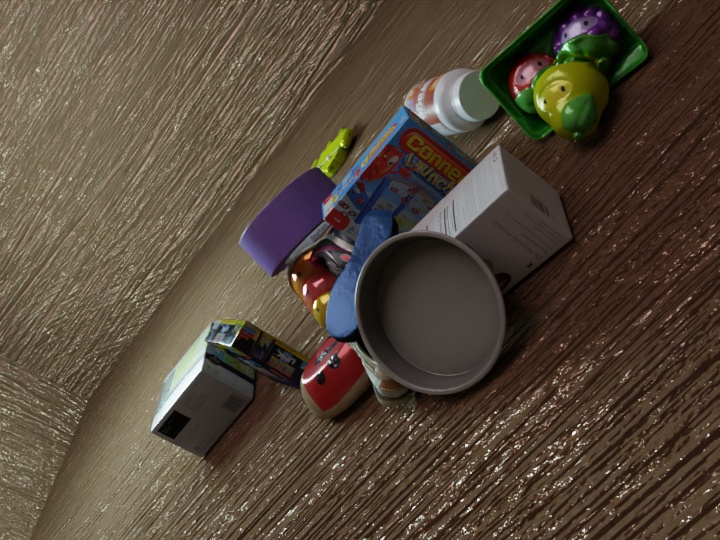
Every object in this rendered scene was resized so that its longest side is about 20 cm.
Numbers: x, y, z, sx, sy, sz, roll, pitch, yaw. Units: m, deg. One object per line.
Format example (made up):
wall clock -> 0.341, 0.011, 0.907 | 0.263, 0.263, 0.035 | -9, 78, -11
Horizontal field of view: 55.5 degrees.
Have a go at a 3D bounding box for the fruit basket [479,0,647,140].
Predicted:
fruit basket -> 0.275, -0.268, 0.933 | 0.216, 0.156, 0.216 | -43, 7, 7

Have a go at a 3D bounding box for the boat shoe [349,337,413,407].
boat shoe -> 0.024, 0.094, 0.957 | 0.075, 0.068, 0.200 | -19, 41, -10

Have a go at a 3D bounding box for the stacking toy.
stacking toy -> -0.044, 0.055, 1.204 | 0.146, 0.146, 0.200 | -47, 38, 23

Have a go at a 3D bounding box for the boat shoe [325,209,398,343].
boat shoe -> 0.018, 0.013, 0.940 | 0.084, 0.069, 0.200 | 14, 67, 28

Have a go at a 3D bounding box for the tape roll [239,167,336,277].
tape roll -> -0.117, -0.086, 1.231 | 0.200, 0.085, 0.200 | -44, -2, -2

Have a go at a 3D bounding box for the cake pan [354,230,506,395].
cake pan -> 0.086, 0.049, 0.827 | 0.200, 0.200, 0.037 | -43, -14, 31

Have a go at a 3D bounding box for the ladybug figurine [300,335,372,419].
ladybug figurine -> -0.026, 0.145, 1.063 | 0.200, 0.072, 0.136 | -48, 21, 21

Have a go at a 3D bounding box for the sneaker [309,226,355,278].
sneaker -> 0.000, 0.000, 1.133 | 0.200, 0.081, 0.075 | 28, 68, 41

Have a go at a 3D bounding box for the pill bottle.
pill bottle -> 0.168, -0.306, 1.253 | 0.112, 0.112, 0.200 | -59, 20, -8

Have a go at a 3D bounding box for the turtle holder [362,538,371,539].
turtle holder -> 0.052, 0.321, 0.560 | 0.132, 0.185, 0.141 | -62, -11, -17

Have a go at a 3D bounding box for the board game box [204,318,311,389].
board game box -> -0.189, 0.155, 1.281 | 0.057, 0.165, 0.200 | -60, 20, -16

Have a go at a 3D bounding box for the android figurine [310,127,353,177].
android figurine -> -0.083, -0.327, 1.963 | 0.182, 0.041, 0.200 | -37, 26, 41

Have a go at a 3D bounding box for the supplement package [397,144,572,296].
supplement package -> 0.151, -0.038, 0.880 | 0.200, 0.114, 0.110 | -45, 22, 31

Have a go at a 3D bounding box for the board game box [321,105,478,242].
board game box -> 0.080, -0.105, 1.021 | 0.196, 0.200, 0.056 | -49, 22, 21

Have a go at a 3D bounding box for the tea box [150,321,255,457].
tea box -> -0.340, 0.260, 1.511 | 0.200, 0.134, 0.197 | -49, 22, 18
